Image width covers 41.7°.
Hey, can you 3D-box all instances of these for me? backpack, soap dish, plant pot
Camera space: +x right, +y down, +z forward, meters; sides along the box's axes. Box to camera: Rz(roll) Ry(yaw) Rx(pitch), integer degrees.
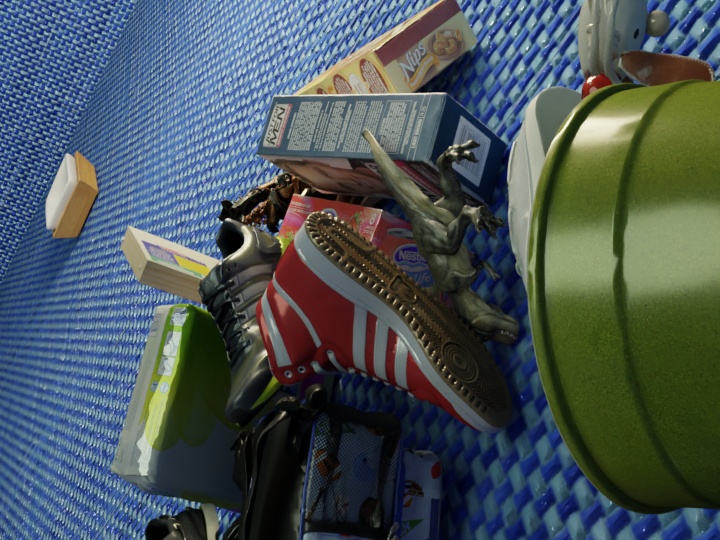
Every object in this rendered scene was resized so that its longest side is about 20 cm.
[{"bbox_3d":[-0.030,0.202,0.693,0.200,0.151,0.194,134,152,-67],"label":"backpack"},{"bbox_3d":[-0.693,-0.179,2.271,0.159,0.080,0.200,-61,28,15],"label":"soap dish"},{"bbox_3d":[0.203,0.005,0.385,0.191,0.199,0.204,-6,65,47],"label":"plant pot"}]

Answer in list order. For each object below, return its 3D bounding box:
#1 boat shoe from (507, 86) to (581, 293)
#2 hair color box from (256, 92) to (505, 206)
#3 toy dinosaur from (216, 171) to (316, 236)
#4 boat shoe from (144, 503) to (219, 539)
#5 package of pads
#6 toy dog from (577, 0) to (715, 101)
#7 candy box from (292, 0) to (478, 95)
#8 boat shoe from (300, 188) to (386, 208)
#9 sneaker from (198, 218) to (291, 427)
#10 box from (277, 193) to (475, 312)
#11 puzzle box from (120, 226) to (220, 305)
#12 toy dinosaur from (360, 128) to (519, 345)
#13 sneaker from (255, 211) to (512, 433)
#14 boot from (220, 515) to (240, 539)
[{"bbox_3d":[0.137,-0.026,0.651,0.072,0.068,0.205,114,160,-61],"label":"boat shoe"},{"bbox_3d":[0.014,-0.105,0.817,0.197,0.099,0.062,9,78,42],"label":"hair color box"},{"bbox_3d":[-0.085,-0.066,1.070,0.136,0.102,0.201,-47,-5,-31],"label":"toy dinosaur"},{"bbox_3d":[-0.134,0.225,0.690,0.199,0.065,0.076,-131,45,-73],"label":"boat shoe"},{"bbox_3d":[-0.117,0.134,0.849,0.067,0.199,0.158,-2,68,42],"label":"package of pads"},{"bbox_3d":[0.177,-0.072,0.558,0.132,0.094,0.205,-30,-59,-80],"label":"toy dog"},{"bbox_3d":[0.012,-0.194,0.942,0.115,0.056,0.199,-41,16,-27],"label":"candy box"},{"bbox_3d":[-0.033,-0.059,0.966,0.204,0.074,0.075,-60,28,18],"label":"boat shoe"},{"bbox_3d":[-0.096,0.038,0.768,0.074,0.080,0.202,-47,28,32],"label":"sneaker"},{"bbox_3d":[0.000,0.000,0.836,0.199,0.101,0.096,18,86,64],"label":"box"},{"bbox_3d":[-0.150,0.014,0.996,0.026,0.197,0.133,-64,26,7],"label":"puzzle box"},{"bbox_3d":[0.062,-0.040,0.686,0.202,0.047,0.088,61,141,13],"label":"toy dinosaur"},{"bbox_3d":[0.010,0.064,0.686,0.113,0.200,0.071,-50,-6,30],"label":"sneaker"},{"bbox_3d":[-0.081,0.322,0.778,0.158,0.078,0.216,-153,75,-70],"label":"boot"}]
